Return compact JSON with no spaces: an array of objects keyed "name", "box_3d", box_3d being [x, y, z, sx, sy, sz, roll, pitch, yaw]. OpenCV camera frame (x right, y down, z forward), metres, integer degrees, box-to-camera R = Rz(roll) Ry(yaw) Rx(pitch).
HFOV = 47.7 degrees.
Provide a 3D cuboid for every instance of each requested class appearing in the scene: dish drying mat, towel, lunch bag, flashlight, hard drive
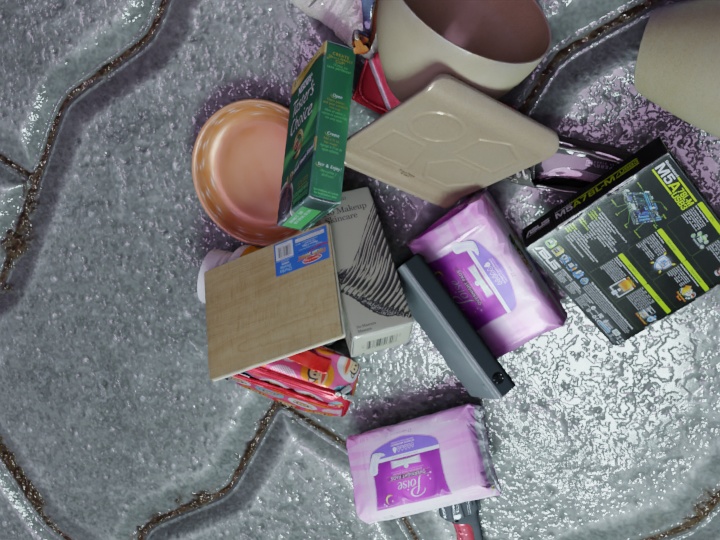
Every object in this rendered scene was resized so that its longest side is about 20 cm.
[{"name":"dish drying mat","box_3d":[0.089,-0.209,1.028,0.199,0.018,0.077,26,112,8]},{"name":"towel","box_3d":[0.016,-0.373,0.980,0.132,0.034,0.201,37,109,4]},{"name":"lunch bag","box_3d":[-0.098,0.130,1.103,0.198,0.176,0.083,18,72,1]},{"name":"flashlight","box_3d":[0.150,0.404,1.186,0.067,0.068,0.202,-8,106,21]},{"name":"hard drive","box_3d":[0.110,0.073,1.046,0.033,0.140,0.201,-36,89,-9]}]

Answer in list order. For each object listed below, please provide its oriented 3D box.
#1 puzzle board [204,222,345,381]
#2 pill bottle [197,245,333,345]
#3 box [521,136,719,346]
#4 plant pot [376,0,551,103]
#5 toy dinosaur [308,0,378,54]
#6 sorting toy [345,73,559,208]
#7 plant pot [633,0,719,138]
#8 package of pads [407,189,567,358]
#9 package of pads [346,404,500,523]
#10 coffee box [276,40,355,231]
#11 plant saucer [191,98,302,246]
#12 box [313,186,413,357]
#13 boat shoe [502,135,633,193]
[{"name":"puzzle board","box_3d":[-0.111,0.041,1.019,0.199,0.017,0.152,-20,62,24]},{"name":"pill bottle","box_3d":[-0.119,0.029,1.121,0.198,0.109,0.110,13,111,13]},{"name":"box","box_3d":[0.326,-0.026,0.966,0.193,0.048,0.200,-38,115,23]},{"name":"plant pot","box_3d":[0.098,-0.255,0.932,0.200,0.201,0.135,36,137,3]},{"name":"toy dinosaur","box_3d":[0.019,-0.348,0.927,0.198,0.105,0.183,-17,121,4]},{"name":"sorting toy","box_3d":[0.098,-0.147,0.943,0.184,0.037,0.200,20,153,-28]},{"name":"plant pot","box_3d":[0.400,-0.216,0.856,0.199,0.187,0.189,19,113,25]},{"name":"package of pads","box_3d":[0.162,0.011,1.046,0.120,0.076,0.201,-33,96,24]},{"name":"package of pads","box_3d":[0.086,0.268,1.126,0.198,0.076,0.122,-20,65,21]},{"name":"coffee box","box_3d":[-0.055,-0.160,0.987,0.044,0.123,0.202,12,73,-22]},{"name":"plant saucer","box_3d":[-0.134,-0.134,1.112,0.198,0.037,0.202,5,110,15]},{"name":"box","box_3d":[0.000,0.000,1.031,0.081,0.069,0.201,-14,65,-9]},{"name":"boat shoe","box_3d":[0.238,-0.128,0.979,0.198,0.057,0.068,8,110,9]}]
